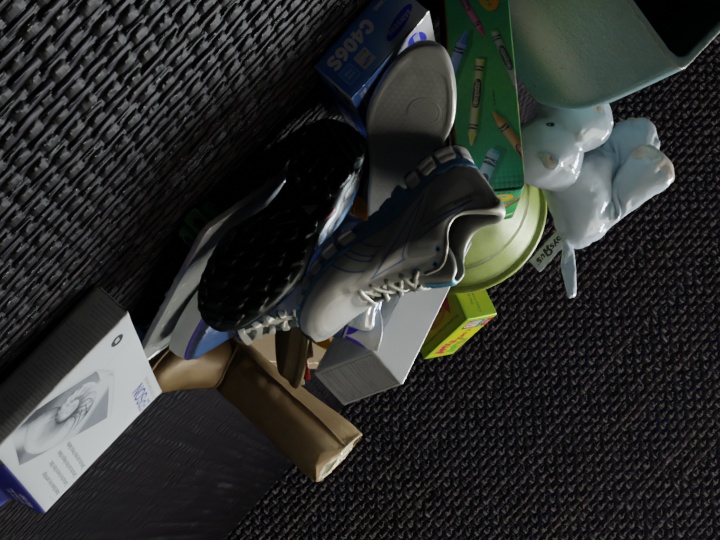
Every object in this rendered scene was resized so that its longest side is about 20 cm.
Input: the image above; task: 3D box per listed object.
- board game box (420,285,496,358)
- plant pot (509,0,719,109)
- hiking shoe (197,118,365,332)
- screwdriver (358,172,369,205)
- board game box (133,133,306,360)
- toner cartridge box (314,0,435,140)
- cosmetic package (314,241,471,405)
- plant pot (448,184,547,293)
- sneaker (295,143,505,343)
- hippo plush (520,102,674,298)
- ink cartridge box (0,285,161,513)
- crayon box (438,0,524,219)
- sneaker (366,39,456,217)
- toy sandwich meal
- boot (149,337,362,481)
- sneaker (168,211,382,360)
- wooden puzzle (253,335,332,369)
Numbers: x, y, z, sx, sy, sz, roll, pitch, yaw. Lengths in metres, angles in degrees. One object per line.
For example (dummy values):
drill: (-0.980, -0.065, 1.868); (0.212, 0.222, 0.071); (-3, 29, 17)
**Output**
board game box: (0.079, -0.010, 1.715); (0.047, 0.201, 0.102); (-8, 155, -35)
plant pot: (0.227, -0.268, 1.395); (0.196, 0.196, 0.200); (-42, -175, -37)
hiking shoe: (-0.056, -0.026, 1.202); (0.200, 0.074, 0.087); (-52, 164, -8)
screwdriver: (0.000, 0.000, 1.448); (0.029, 0.028, 0.202); (-33, 134, -67)
board game box: (-0.116, -0.023, 1.281); (0.200, 0.026, 0.200); (-39, 168, -45)
toner cartridge box: (0.019, -0.171, 1.235); (0.095, 0.043, 0.200); (-49, 172, 0)
cosmetic package: (0.034, 0.034, 1.391); (0.082, 0.051, 0.201); (-22, -152, 42)
plant pot: (0.093, -0.094, 1.580); (0.200, 0.200, 0.190); (-48, 160, -2)
sneaker: (0.034, -0.007, 1.167); (0.200, 0.087, 0.075); (-45, 152, 6)
hippo plush: (0.211, -0.118, 1.531); (0.200, 0.161, 0.159); (-47, -146, 2)
ink cartridge box: (-0.249, 0.127, 1.149); (0.200, 0.041, 0.200); (-46, 165, -16)
crayon box: (0.106, -0.153, 1.291); (0.058, 0.202, 0.119); (-4, 170, 1)
sneaker: (0.044, -0.130, 1.219); (0.201, 0.070, 0.100); (98, 5, -46)
toy sandwich meal: (-0.040, 0.015, 1.420); (0.205, 0.070, 0.207); (-177, -90, -81)
boot: (-0.107, 0.131, 1.426); (0.066, 0.200, 0.175); (-52, 171, 31)
sneaker: (-0.054, 0.037, 1.275); (0.200, 0.146, 0.081); (-47, 172, -8)
wooden puzzle: (-0.059, 0.057, 1.652); (0.199, 0.037, 0.185); (0, 149, -44)
